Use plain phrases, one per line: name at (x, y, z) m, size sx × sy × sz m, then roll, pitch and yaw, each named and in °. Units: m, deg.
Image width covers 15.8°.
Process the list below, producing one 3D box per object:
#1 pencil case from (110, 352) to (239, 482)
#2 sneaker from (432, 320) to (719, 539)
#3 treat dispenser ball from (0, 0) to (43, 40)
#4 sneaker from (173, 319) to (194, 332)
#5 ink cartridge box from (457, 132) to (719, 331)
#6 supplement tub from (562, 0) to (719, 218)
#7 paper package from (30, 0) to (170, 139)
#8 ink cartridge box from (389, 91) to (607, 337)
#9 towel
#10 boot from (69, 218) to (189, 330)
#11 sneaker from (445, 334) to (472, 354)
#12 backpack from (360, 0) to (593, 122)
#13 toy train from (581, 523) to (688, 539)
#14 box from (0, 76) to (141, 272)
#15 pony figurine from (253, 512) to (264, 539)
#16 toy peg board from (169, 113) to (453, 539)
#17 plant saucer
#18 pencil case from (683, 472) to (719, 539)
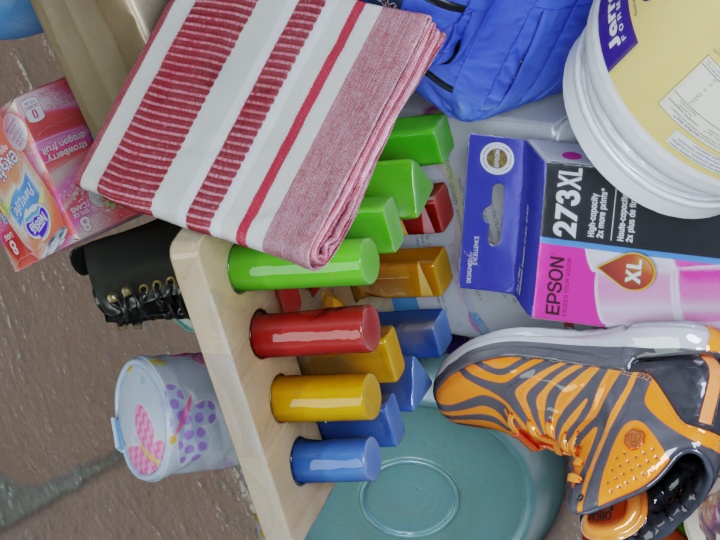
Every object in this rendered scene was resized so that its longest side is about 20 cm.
pencil case at (-0.062, 0.087, 1.703) m, size 0.091 × 0.199 × 0.084 m, roll -7°, pitch 89°, yaw 59°
sneaker at (0.114, 0.093, 1.426) m, size 0.199 × 0.077 × 0.113 m, roll -10°, pitch 61°, yaw 43°
treat dispenser ball at (-0.242, -0.254, 1.718) m, size 0.200 × 0.200 × 0.202 m, roll 30°, pitch 133°, yaw 38°
sneaker at (-0.088, 0.031, 1.774) m, size 0.075 × 0.088 × 0.201 m, roll -111°, pitch 8°, yaw -61°
ink cartridge box at (0.151, -0.016, 1.412) m, size 0.199 × 0.037 × 0.095 m, roll 8°, pitch 114°, yaw 11°
supplement tub at (0.201, -0.125, 1.285) m, size 0.146 × 0.145 × 0.200 m, roll 57°, pitch 144°, yaw 9°
paper package at (-0.091, -0.177, 1.575) m, size 0.103 × 0.200 × 0.191 m, roll -21°, pitch 95°, yaw 55°
ink cartridge box at (0.088, -0.039, 1.535) m, size 0.200 × 0.084 × 0.145 m, roll 10°, pitch 120°, yaw 50°
towel at (-0.056, -0.084, 1.376) m, size 0.200 × 0.145 × 0.023 m, roll 18°, pitch 166°, yaw 45°
boot at (-0.097, 0.023, 1.617) m, size 0.200 × 0.138 × 0.078 m, roll -119°, pitch 10°, yaw -59°
sneaker at (0.000, 0.000, 1.671) m, size 0.200 × 0.083 × 0.081 m, roll 50°, pitch 142°, yaw 22°
backpack at (0.064, -0.185, 1.405) m, size 0.163 × 0.167 × 0.200 m, roll 53°, pitch 143°, yaw 23°
toy train at (0.167, 0.200, 1.488) m, size 0.116 × 0.200 × 0.085 m, roll 33°, pitch 135°, yaw 29°
box at (-0.150, -0.087, 1.706) m, size 0.095 × 0.200 × 0.103 m, roll -23°, pitch 94°, yaw 53°
pony figurine at (-0.029, 0.271, 1.844) m, size 0.192 × 0.166 × 0.201 m, roll 5°, pitch 100°, yaw 42°
toy peg board at (-0.001, 0.019, 1.463) m, size 0.097 × 0.200 × 0.200 m, roll -3°, pitch 120°, yaw 25°
plant saucer at (0.031, 0.139, 1.653) m, size 0.199 × 0.027 × 0.201 m, roll 2°, pitch 124°, yaw 3°
pencil case at (0.264, 0.109, 1.412) m, size 0.200 × 0.089 × 0.078 m, roll -38°, pitch 53°, yaw 54°
